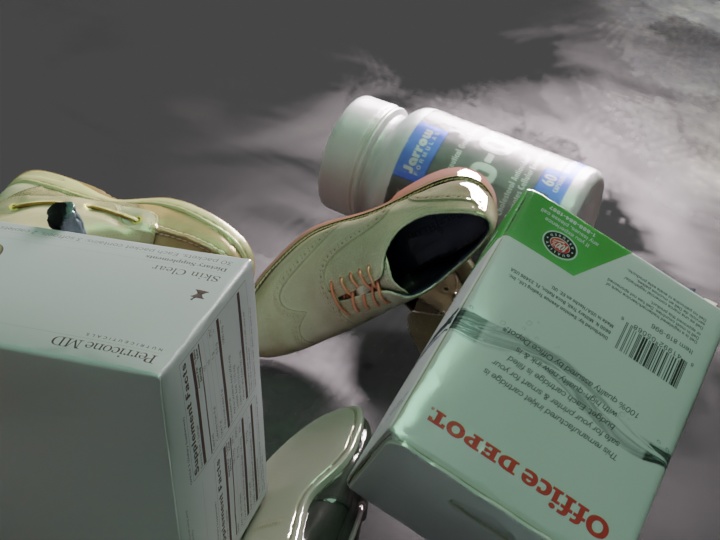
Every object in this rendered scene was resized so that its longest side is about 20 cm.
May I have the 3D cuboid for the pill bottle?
[{"bbox_3d":[0.076,-0.058,0.999,0.200,0.114,0.114,23,35,17],"label":"pill bottle"}]

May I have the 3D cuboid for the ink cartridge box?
[{"bbox_3d":[0.104,0.074,0.741,0.146,0.083,0.200,34,54,1],"label":"ink cartridge box"}]

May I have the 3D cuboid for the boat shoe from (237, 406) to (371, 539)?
[{"bbox_3d":[-0.032,0.151,0.725,0.067,0.057,0.200,-17,21,24],"label":"boat shoe"}]

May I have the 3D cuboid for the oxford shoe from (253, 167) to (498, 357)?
[{"bbox_3d":[0.000,0.000,0.847,0.071,0.200,0.074,53,11,-15],"label":"oxford shoe"}]

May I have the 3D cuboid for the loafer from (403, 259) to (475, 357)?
[{"bbox_3d":[0.073,0.046,0.889,0.067,0.076,0.200,-33,52,-2],"label":"loafer"}]

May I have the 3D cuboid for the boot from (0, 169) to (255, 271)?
[{"bbox_3d":[-0.187,0.004,0.867,0.200,0.073,0.155,18,34,13],"label":"boot"}]

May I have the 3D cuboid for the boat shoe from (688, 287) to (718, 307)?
[{"bbox_3d":[0.188,0.053,0.902,0.062,0.075,0.200,30,37,24],"label":"boat shoe"}]

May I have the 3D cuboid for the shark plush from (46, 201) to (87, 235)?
[{"bbox_3d":[-0.144,0.020,0.772,0.083,0.200,0.091,-44,44,-15],"label":"shark plush"}]

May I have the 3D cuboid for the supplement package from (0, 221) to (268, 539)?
[{"bbox_3d":[-0.163,0.071,0.672,0.200,0.156,0.111,8,33,15],"label":"supplement package"}]
